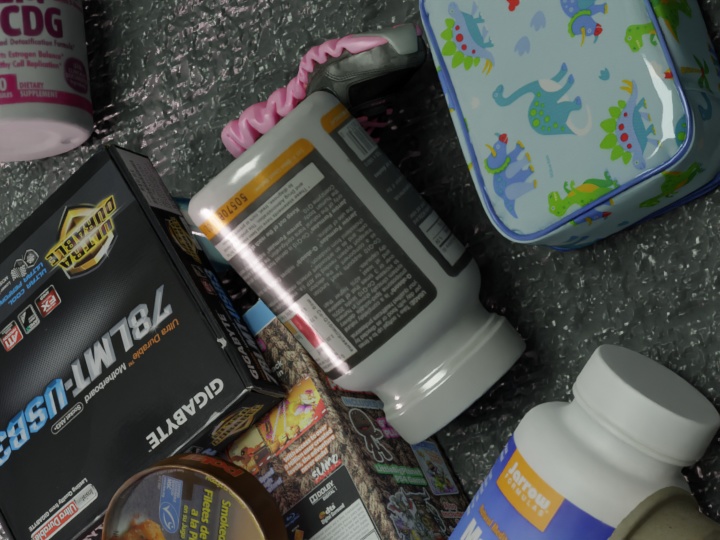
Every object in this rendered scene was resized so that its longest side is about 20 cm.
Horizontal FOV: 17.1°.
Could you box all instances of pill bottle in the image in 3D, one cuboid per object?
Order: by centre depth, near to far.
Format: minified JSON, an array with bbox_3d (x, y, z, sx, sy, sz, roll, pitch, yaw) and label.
[{"bbox_3d":[0.120,0.146,1.370,0.112,0.112,0.200,41,110,33],"label":"pill bottle"},{"bbox_3d":[0.000,0.000,1.435,0.116,0.116,0.200,-39,94,28],"label":"pill bottle"},{"bbox_3d":[-0.253,-0.186,1.694,0.113,0.113,0.200,-15,76,36],"label":"pill bottle"}]

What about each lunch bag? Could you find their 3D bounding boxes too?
[{"bbox_3d":[0.126,-0.120,1.414,0.161,0.082,0.200,-30,68,31],"label":"lunch bag"}]

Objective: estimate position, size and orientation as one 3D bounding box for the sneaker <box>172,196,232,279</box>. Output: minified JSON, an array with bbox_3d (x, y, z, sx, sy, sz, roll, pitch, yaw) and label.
[{"bbox_3d":[-0.121,0.017,1.582,0.200,0.079,0.131,7,91,59],"label":"sneaker"}]

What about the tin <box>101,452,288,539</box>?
[{"bbox_3d":[-0.101,0.205,1.433,0.112,0.042,0.200,16,111,23],"label":"tin"}]

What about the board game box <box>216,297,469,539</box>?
[{"bbox_3d":[-0.038,0.139,1.502,0.159,0.097,0.200,-41,62,27],"label":"board game box"}]

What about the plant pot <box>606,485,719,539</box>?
[{"bbox_3d":[0.208,0.242,1.258,0.183,0.200,0.201,23,99,26],"label":"plant pot"}]

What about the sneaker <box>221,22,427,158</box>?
[{"bbox_3d":[-0.011,-0.087,1.508,0.200,0.079,0.095,-37,70,54],"label":"sneaker"}]

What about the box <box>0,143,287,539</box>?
[{"bbox_3d":[-0.170,0.058,1.503,0.200,0.050,0.199,-40,62,19],"label":"box"}]
